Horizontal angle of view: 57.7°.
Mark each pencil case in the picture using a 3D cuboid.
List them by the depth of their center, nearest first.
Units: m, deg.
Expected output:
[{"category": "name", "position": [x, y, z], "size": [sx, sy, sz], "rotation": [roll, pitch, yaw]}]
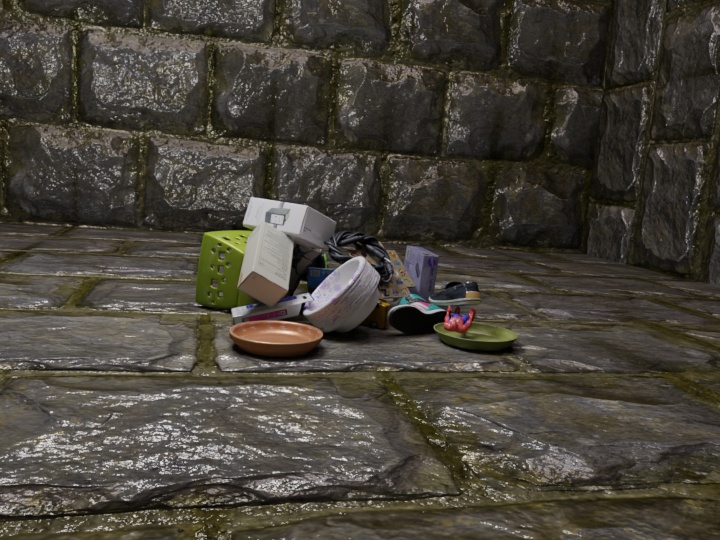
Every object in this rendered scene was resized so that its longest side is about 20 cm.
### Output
[{"category": "pencil case", "position": [-0.187, -0.003, 1.857], "size": [0.078, 0.200, 0.089], "rotation": [35, 13, 13]}]

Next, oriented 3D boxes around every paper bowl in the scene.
[{"category": "paper bowl", "position": [-0.034, 0.069, 1.576], "size": [0.104, 0.201, 0.201], "rotation": [47, -1, -14]}]

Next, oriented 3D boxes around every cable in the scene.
[{"category": "cable", "position": [-0.002, -0.049, 1.719], "size": [0.200, 0.051, 0.163], "rotation": [21, 39, -16]}]

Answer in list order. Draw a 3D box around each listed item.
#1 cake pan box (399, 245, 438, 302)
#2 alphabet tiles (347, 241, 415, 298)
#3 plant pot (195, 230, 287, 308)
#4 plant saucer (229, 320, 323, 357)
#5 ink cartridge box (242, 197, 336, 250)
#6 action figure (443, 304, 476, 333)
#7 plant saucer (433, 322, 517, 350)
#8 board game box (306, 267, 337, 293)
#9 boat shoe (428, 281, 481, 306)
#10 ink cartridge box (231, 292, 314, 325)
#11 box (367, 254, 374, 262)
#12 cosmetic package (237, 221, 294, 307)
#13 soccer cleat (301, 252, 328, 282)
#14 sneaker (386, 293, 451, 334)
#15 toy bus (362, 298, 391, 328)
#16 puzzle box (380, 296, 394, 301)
[{"category": "cake pan box", "position": [0.163, 0.030, 1.881], "size": [0.052, 0.185, 0.200], "rotation": [7, 7, -12]}, {"category": "alphabet tiles", "position": [0.057, -0.004, 1.762], "size": [0.166, 0.006, 0.200], "rotation": [-2, 50, -37]}, {"category": "plant pot", "position": [-0.301, 0.011, 1.752], "size": [0.181, 0.201, 0.199], "rotation": [19, 15, 32]}, {"category": "plant saucer", "position": [-0.180, 0.147, 1.402], "size": [0.199, 0.038, 0.200], "rotation": [4, 9, -1]}, {"category": "ink cartridge box", "position": [-0.186, -0.124, 1.740], "size": [0.200, 0.084, 0.145], "rotation": [12, -7, 32]}, {"category": "action figure", "position": [0.240, 0.118, 1.590], "size": [0.065, 0.052, 0.200], "rotation": [11, 11, 15]}, {"category": "plant saucer", "position": [0.275, 0.160, 1.576], "size": [0.199, 0.031, 0.200], "rotation": [4, 7, -1]}, {"category": "board game box", "position": [-0.050, 0.045, 1.881], "size": [0.199, 0.056, 0.196], "rotation": [4, -12, 0]}, {"category": "boat shoe", "position": [0.242, 0.060, 1.677], "size": [0.074, 0.062, 0.200], "rotation": [2, -6, -23]}, {"category": "ink cartridge box", "position": [-0.212, 0.096, 1.591], "size": [0.199, 0.037, 0.095], "rotation": [-14, 11, -11]}, {"category": "box", "position": [0.000, 0.000, 1.761], "size": [0.041, 0.039, 0.200], "rotation": [16, 35, 13]}, {"category": "cosmetic package", "position": [-0.227, -0.018, 1.588], "size": [0.105, 0.071, 0.200], "rotation": [33, 32, -22]}, {"category": "soccer cleat", "position": [-0.149, -0.003, 1.953], "size": [0.081, 0.068, 0.200], "rotation": [-2, -16, -19]}, {"category": "sneaker", "position": [0.122, 0.106, 1.666], "size": [0.200, 0.084, 0.121], "rotation": [8, 9, -38]}, {"category": "toy bus", "position": [-0.001, 0.101, 1.719], "size": [0.200, 0.065, 0.078], "rotation": [10, 8, 36]}, {"category": "puzzle box", "position": [0.060, 0.065, 2.132], "size": [0.133, 0.026, 0.200], "rotation": [7, 9, 13]}]
